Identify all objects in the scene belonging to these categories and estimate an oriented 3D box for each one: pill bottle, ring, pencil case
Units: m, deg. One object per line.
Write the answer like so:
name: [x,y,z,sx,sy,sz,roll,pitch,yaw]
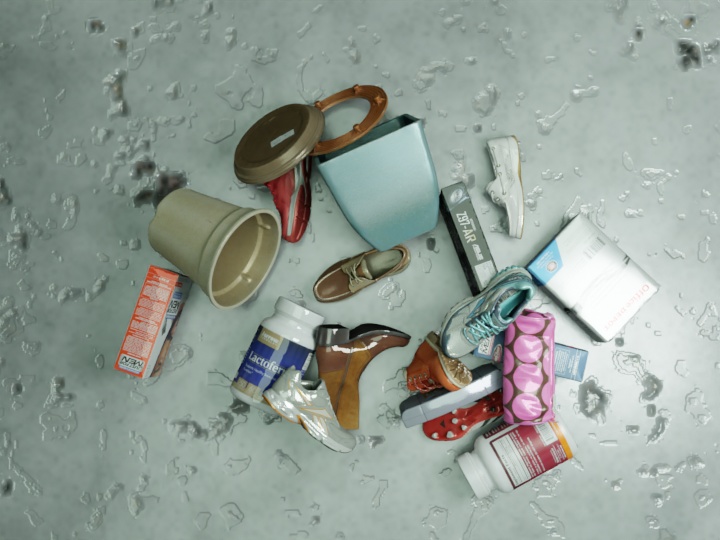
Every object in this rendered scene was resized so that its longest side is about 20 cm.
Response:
pill bottle: [0.281,0.330,1.594,0.200,0.113,0.113,-29,85,1]
ring: [-0.043,-0.284,1.628,0.200,0.200,0.019,-32,126,0]
pencil case: [0.296,0.166,1.519,0.094,0.091,0.200,-1,89,38]
pill bottle: [-0.150,0.156,1.624,0.116,0.116,0.200,25,87,4]

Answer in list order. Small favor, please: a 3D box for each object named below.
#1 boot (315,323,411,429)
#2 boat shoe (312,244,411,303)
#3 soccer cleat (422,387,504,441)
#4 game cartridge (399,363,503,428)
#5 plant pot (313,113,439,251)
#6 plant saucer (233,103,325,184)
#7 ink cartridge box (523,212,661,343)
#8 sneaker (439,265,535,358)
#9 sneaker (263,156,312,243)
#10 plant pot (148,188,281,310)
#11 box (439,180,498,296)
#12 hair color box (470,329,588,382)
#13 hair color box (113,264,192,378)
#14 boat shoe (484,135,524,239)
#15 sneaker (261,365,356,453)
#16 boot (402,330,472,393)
boot: [0.001,0.202,1.633,0.188,0.068,0.200,0,99,-30]
boat shoe: [0.000,0.000,1.650,0.200,0.072,0.076,-28,85,0]
soccer cleat: [0.210,0.267,1.626,0.200,0.085,0.069,-29,66,22]
game cartridge: [0.165,0.225,1.596,0.200,0.133,0.042,-24,86,0]
plant pot: [0.044,-0.152,1.604,0.196,0.196,0.200,-24,104,1]
plant saucer: [-0.157,-0.241,1.628,0.200,0.200,0.029,-38,128,-1]
ink cartridge box: [0.423,0.015,1.624,0.200,0.084,0.145,44,89,5]
sneaker: [0.212,0.075,1.481,0.078,0.086,0.200,40,99,-17]
sneaker: [-0.158,-0.153,1.679,0.115,0.078,0.200,3,80,16]
plant pot: [-0.278,-0.058,1.613,0.183,0.200,0.201,28,87,22]
box: [0.197,-0.052,1.601,0.043,0.160,0.200,-20,85,1]
hair color box: [0.306,0.149,1.611,0.200,0.100,0.061,13,88,3]
hair color box: [-0.384,0.096,1.641,0.064,0.111,0.200,20,88,4]
boat shoe: [0.269,-0.153,1.654,0.069,0.071,0.200,-5,77,3]
sneaker: [-0.073,0.247,1.562,0.200,0.076,0.092,39,85,-22]
boot: [0.133,0.188,1.575,0.075,0.200,0.107,42,94,-13]
